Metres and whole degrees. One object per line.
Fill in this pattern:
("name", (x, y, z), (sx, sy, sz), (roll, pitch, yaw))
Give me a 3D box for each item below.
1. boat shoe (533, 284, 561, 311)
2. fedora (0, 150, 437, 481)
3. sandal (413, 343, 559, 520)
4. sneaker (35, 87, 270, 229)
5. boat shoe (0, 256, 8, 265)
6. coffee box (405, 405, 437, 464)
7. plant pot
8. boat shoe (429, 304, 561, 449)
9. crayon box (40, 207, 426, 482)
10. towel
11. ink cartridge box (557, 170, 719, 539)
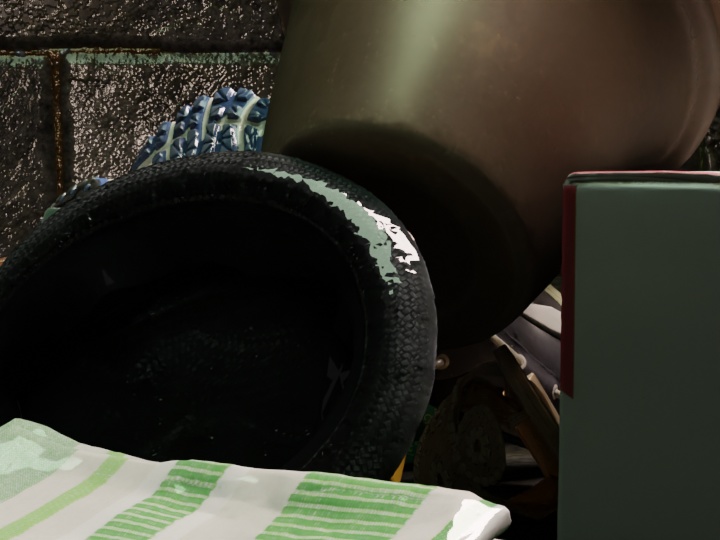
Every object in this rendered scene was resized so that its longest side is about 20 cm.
("boat shoe", (0.024, 0.017, 1.183), (0.200, 0.072, 0.066), (24, 29, -7))
("fedora", (-0.055, 0.053, 0.802), (0.199, 0.202, 0.092), (0, -27, 23))
("sandal", (0.058, 0.085, 0.942), (0.069, 0.078, 0.212), (-32, -7, 3))
("sneaker", (-0.076, -0.018, 1.007), (0.085, 0.077, 0.199), (38, -37, -24))
("boat shoe", (-0.140, 0.006, 1.124), (0.199, 0.074, 0.075), (6, 13, -46))
("coffee box", (-0.036, 0.077, 1.161), (0.198, 0.044, 0.123), (-1, 1, 4))
("plant pot", (0.038, -0.069, 0.872), (0.199, 0.201, 0.175), (0, 41, 28))
("boat shoe", (0.040, 0.038, 1.044), (0.074, 0.061, 0.199), (-20, -33, 37))
("crayon box", (-0.054, 0.048, 0.986), (0.125, 0.052, 0.200), (-1, -33, 22))
("towel", (-0.073, 0.089, 0.656), (0.199, 0.024, 0.152), (7, 21, 31))
("ink cartridge box", (0.144, 0.035, 0.836), (0.082, 0.147, 0.200), (1, 3, 24))
